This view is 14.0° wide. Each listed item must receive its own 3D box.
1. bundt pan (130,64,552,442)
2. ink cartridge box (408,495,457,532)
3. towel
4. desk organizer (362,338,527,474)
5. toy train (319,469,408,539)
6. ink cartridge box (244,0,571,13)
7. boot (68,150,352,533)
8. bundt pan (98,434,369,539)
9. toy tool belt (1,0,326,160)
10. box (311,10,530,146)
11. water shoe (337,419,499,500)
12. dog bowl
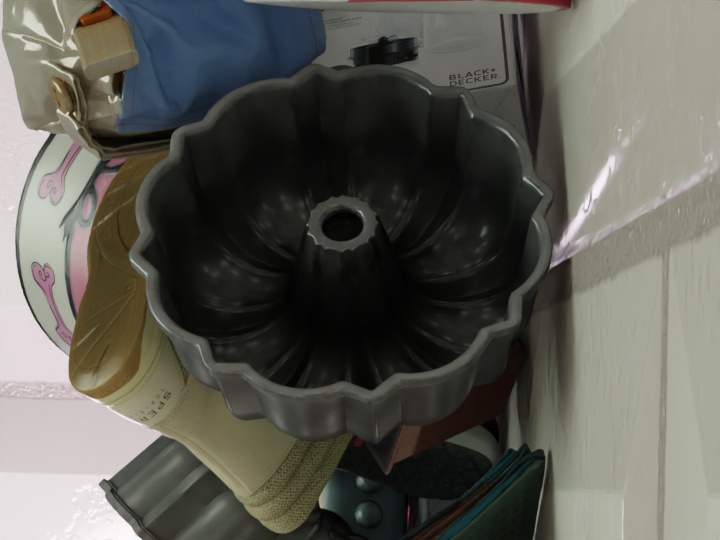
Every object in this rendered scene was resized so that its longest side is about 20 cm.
[{"bbox_3d":[-0.007,0.000,1.408,0.076,0.202,0.202,86,-177,-54],"label":"bundt pan"},{"bbox_3d":[0.050,0.206,1.721,0.200,0.041,0.200,-92,6,-64],"label":"ink cartridge box"},{"bbox_3d":[0.030,0.188,1.451,0.022,0.147,0.200,37,145,27],"label":"towel"},{"bbox_3d":[0.000,0.000,1.565,0.200,0.077,0.072,56,153,24],"label":"desk organizer"},{"bbox_3d":[-0.008,0.155,1.790,0.114,0.085,0.200,126,149,-68],"label":"toy train"},{"bbox_3d":[0.025,-0.223,1.386,0.086,0.147,0.200,2,-87,-50],"label":"ink cartridge box"},{"bbox_3d":[-0.067,0.024,1.521,0.073,0.155,0.200,-29,35,33],"label":"boot"},{"bbox_3d":[-0.047,0.158,1.644,0.076,0.202,0.202,-49,3,-1],"label":"bundt pan"},{"bbox_3d":[-0.073,-0.128,1.467,0.123,0.200,0.125,5,114,59],"label":"toy tool belt"},{"bbox_3d":[0.029,-0.130,1.576,0.200,0.116,0.060,-94,-9,-47],"label":"box"},{"bbox_3d":[-0.016,0.063,1.626,0.072,0.200,0.079,-50,23,37],"label":"water shoe"},{"bbox_3d":[-0.092,-0.018,1.671,0.074,0.200,0.200,33,126,56],"label":"dog bowl"}]
